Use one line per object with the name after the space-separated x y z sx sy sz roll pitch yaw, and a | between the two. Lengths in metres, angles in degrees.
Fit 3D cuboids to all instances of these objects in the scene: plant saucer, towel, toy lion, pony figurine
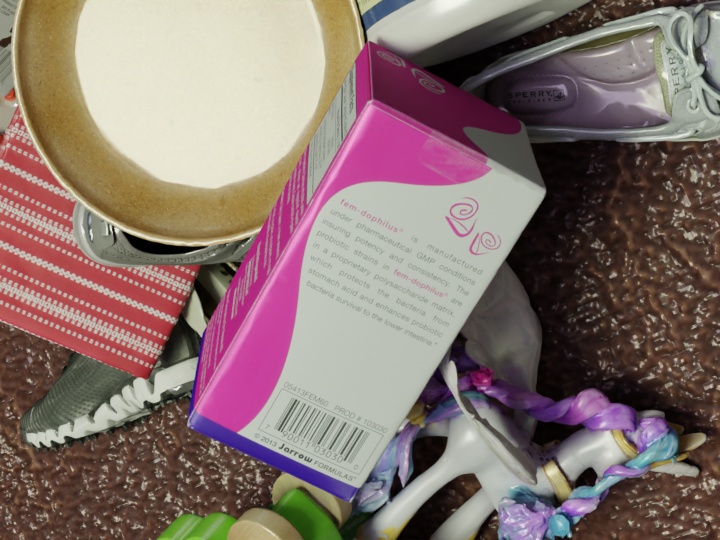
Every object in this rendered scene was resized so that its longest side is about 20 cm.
-0.092 -0.116 0.872 0.198 0.035 0.202 2 102 9 | plant saucer
-0.155 -0.051 0.974 0.144 0.022 0.201 24 89 -17 | towel
-0.039 0.217 0.939 0.200 0.069 0.192 43 133 3 | toy lion
0.075 0.095 0.917 0.199 0.167 0.193 -34 114 28 | pony figurine

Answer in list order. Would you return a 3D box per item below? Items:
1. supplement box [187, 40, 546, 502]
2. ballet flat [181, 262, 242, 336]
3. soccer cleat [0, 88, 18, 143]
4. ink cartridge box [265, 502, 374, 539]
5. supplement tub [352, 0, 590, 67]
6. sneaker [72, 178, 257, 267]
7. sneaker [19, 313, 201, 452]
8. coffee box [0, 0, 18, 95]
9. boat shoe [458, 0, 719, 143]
0.000 0.000 0.823 0.101 0.104 0.201 26 113 -12 | supplement box
-0.070 0.039 1.018 0.200 0.075 0.068 46 121 14 | ballet flat
-0.244 -0.123 1.089 0.069 0.078 0.200 -40 72 -2 | soccer cleat
-0.023 0.253 1.030 0.146 0.083 0.201 -40 80 31 | ink cartridge box
0.042 -0.224 0.854 0.144 0.145 0.202 -20 90 32 | supplement tub
-0.069 -0.032 0.947 0.082 0.198 0.075 -159 57 -72 | sneaker
-0.173 0.064 1.087 0.199 0.066 0.091 -24 81 41 | sneaker
-0.204 -0.227 0.991 0.200 0.080 0.113 -45 56 12 | coffee box
0.149 -0.103 0.862 0.200 0.065 0.075 -3 99 31 | boat shoe
